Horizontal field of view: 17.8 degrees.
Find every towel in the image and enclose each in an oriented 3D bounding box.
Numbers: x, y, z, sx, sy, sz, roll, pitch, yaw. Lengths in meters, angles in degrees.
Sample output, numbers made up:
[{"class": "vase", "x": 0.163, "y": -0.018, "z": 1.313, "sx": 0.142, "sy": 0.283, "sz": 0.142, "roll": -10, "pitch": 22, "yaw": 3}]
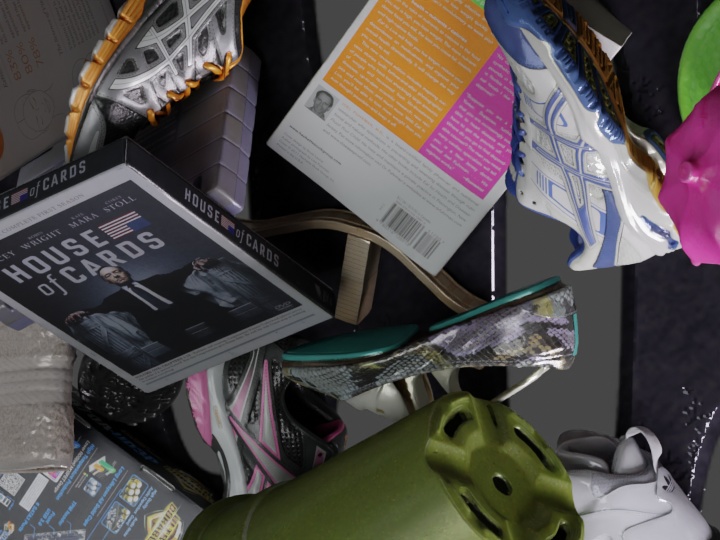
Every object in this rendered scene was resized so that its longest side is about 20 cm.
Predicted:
[{"class": "towel", "x": -0.274, "y": 0.074, "z": 1.564, "sx": 0.200, "sy": 0.034, "sz": 0.133, "roll": -6, "pitch": 78, "yaw": 32}]

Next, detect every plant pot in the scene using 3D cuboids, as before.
[{"class": "plant pot", "x": 0.026, "y": 0.170, "z": 1.360, "sx": 0.200, "sy": 0.200, "sz": 0.190, "roll": 47, "pitch": 121, "yaw": -1}]

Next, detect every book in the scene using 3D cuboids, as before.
[{"class": "book", "x": 0.049, "y": -0.106, "z": 1.356, "sx": 0.134, "sy": 0.048, "sz": 0.200, "roll": 39, "pitch": 124, "yaw": 0}]

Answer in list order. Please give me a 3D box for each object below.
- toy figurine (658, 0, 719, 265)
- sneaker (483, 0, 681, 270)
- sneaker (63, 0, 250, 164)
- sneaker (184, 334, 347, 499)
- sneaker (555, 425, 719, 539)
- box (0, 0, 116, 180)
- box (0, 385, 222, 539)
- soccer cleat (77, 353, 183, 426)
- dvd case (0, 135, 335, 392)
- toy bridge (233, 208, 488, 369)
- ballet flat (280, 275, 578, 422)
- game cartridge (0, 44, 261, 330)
[{"class": "toy figurine", "x": 0.236, "y": -0.050, "z": 1.206, "sx": 0.200, "sy": 0.184, "sz": 0.150, "roll": 29, "pitch": 123, "yaw": 11}, {"class": "sneaker", "x": 0.110, "y": -0.073, "z": 1.288, "sx": 0.088, "sy": 0.075, "sz": 0.200, "roll": -23, "pitch": 121, "yaw": 23}, {"class": "sneaker", "x": -0.110, "y": -0.132, "z": 1.367, "sx": 0.077, "sy": 0.078, "sz": 0.200, "roll": 32, "pitch": 91, "yaw": -3}, {"class": "sneaker", "x": -0.046, "y": 0.129, "z": 1.496, "sx": 0.086, "sy": 0.080, "sz": 0.200, "roll": -11, "pitch": 115, "yaw": 16}, {"class": "sneaker", "x": 0.123, "y": 0.168, "z": 1.433, "sx": 0.200, "sy": 0.075, "sz": 0.115, "roll": -23, "pitch": 100, "yaw": 28}, {"class": "box", "x": -0.238, "y": -0.126, "z": 1.394, "sx": 0.097, "sy": 0.200, "sz": 0.124, "roll": -11, "pitch": 107, "yaw": 30}, {"class": "box", "x": -0.212, "y": 0.194, "z": 1.583, "sx": 0.159, "sy": 0.046, "sz": 0.200, "roll": 35, "pitch": 102, "yaw": 8}, {"class": "soccer cleat", "x": -0.138, "y": 0.027, "z": 1.506, "sx": 0.068, "sy": 0.073, "sz": 0.200, "roll": 17, "pitch": 139, "yaw": -5}, {"class": "dvd case", "x": -0.133, "y": 0.001, "z": 1.373, "sx": 0.150, "sy": 0.025, "sz": 0.200, "roll": -22, "pitch": 142, "yaw": 28}, {"class": "toy bridge", "x": 0.000, "y": 0.000, "z": 1.439, "sx": 0.200, "sy": 0.027, "sz": 0.067, "roll": 18, "pitch": 119, "yaw": 16}, {"class": "ballet flat", "x": 0.042, "y": 0.059, "z": 1.385, "sx": 0.200, "sy": 0.072, "sz": 0.072, "roll": -16, "pitch": 105, "yaw": 29}, {"class": "game cartridge", "x": -0.144, "y": -0.052, "z": 1.430, "sx": 0.200, "sy": 0.130, "sz": 0.038, "roll": -26, "pitch": 128, "yaw": 33}]
